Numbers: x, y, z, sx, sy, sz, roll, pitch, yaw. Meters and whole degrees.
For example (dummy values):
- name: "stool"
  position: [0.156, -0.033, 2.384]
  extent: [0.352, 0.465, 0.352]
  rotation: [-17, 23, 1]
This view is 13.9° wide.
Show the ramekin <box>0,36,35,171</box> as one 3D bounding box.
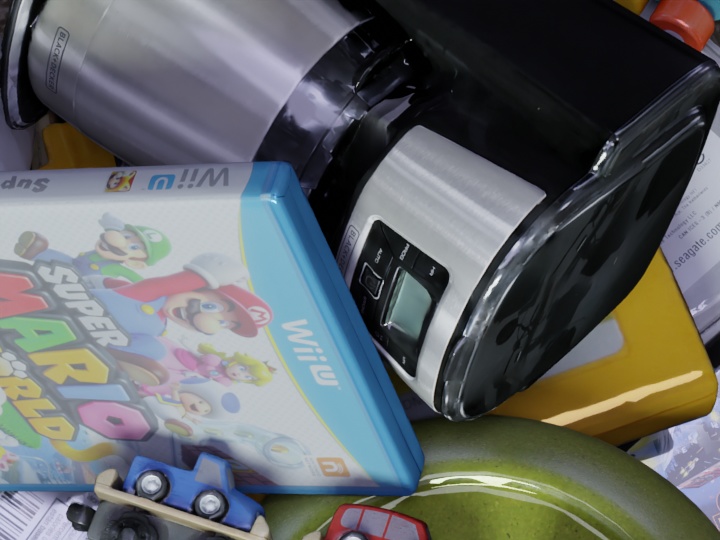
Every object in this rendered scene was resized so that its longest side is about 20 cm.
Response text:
- name: "ramekin"
  position: [-0.211, -0.045, 1.030]
  extent: [0.200, 0.200, 0.098]
  rotation: [-33, 126, -5]

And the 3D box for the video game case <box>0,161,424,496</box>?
- name: "video game case"
  position: [-0.093, 0.022, 0.922]
  extent: [0.200, 0.143, 0.018]
  rotation: [-1, 48, 22]

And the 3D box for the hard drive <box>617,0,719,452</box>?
- name: "hard drive"
  position: [0.070, -0.044, 1.079]
  extent: [0.140, 0.038, 0.200]
  rotation: [-40, 68, -11]

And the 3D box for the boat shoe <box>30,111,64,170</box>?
- name: "boat shoe"
  position: [-0.142, 0.035, 1.078]
  extent: [0.072, 0.072, 0.200]
  rotation: [4, 87, -1]

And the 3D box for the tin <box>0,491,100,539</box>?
- name: "tin"
  position: [-0.085, 0.133, 1.016]
  extent: [0.200, 0.042, 0.112]
  rotation: [36, 87, 4]

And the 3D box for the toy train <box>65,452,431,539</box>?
- name: "toy train"
  position: [0.005, 0.095, 0.914]
  extent: [0.200, 0.034, 0.046]
  rotation: [15, 71, 11]

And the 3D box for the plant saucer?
- name: "plant saucer"
  position: [0.035, 0.139, 0.930]
  extent: [0.200, 0.031, 0.200]
  rotation: [-2, 72, 5]

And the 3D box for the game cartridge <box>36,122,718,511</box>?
- name: "game cartridge"
  position: [0.000, 0.000, 1.022]
  extent: [0.200, 0.032, 0.177]
  rotation: [-18, 66, -8]

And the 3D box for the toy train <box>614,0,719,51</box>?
- name: "toy train"
  position: [0.120, -0.178, 1.088]
  extent: [0.150, 0.056, 0.200]
  rotation: [-19, 63, -8]

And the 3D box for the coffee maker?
- name: "coffee maker"
  position: [0.015, -0.072, 0.967]
  extent: [0.200, 0.135, 0.192]
  rotation: [35, 70, 16]

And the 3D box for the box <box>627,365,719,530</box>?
- name: "box"
  position: [0.104, 0.056, 1.090]
  extent: [0.200, 0.040, 0.137]
  rotation: [-23, 81, -4]
